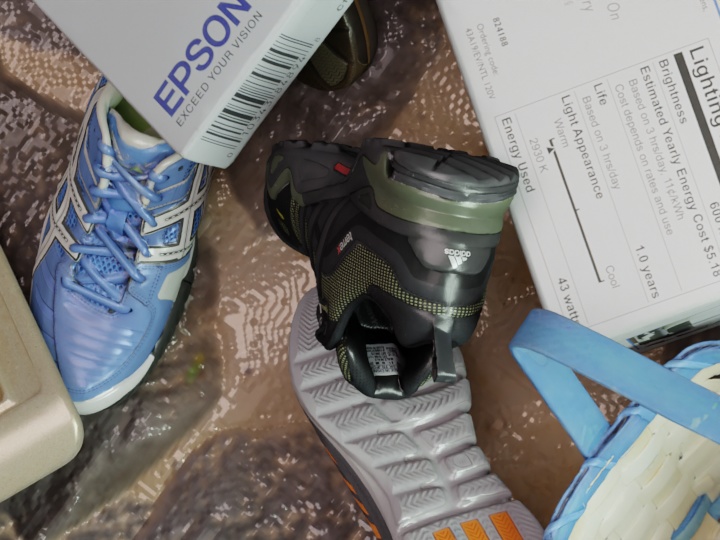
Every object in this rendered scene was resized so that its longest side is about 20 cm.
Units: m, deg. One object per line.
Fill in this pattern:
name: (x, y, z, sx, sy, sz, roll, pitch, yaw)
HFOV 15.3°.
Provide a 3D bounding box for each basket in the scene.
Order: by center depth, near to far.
basket: (0.151, 0.095, 1.022, 0.176, 0.200, 0.139, 29, 78, 30)

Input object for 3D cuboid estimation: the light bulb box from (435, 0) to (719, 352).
light bulb box: (0.149, -0.084, 1.104, 0.200, 0.125, 0.198, -20, 83, 8)

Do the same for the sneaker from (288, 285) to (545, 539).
sneaker: (0.016, 0.102, 1.144, 0.077, 0.112, 0.200, -11, 50, -16)

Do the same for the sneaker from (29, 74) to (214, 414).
sneaker: (-0.104, -0.034, 1.171, 0.076, 0.077, 0.200, 17, 91, 9)

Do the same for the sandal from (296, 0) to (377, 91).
sandal: (-0.024, -0.180, 1.168, 0.055, 0.082, 0.200, -23, 98, -34)

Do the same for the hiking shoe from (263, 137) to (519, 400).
hiking shoe: (0.000, 0.000, 1.093, 0.076, 0.200, 0.101, 11, 87, -15)

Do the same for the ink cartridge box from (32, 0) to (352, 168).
ink cartridge box: (-0.067, -0.179, 1.103, 0.200, 0.043, 0.196, 45, 107, 25)

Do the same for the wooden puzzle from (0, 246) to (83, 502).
wooden puzzle: (-0.239, 0.036, 1.182, 0.185, 0.037, 0.200, -30, 66, 2)
